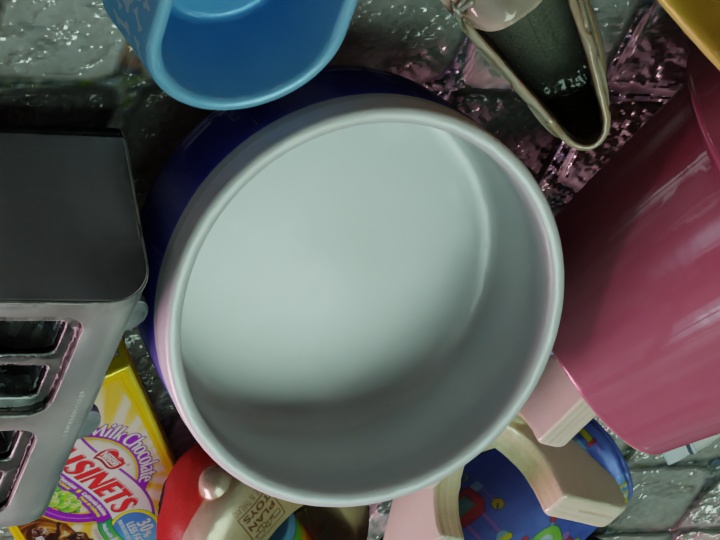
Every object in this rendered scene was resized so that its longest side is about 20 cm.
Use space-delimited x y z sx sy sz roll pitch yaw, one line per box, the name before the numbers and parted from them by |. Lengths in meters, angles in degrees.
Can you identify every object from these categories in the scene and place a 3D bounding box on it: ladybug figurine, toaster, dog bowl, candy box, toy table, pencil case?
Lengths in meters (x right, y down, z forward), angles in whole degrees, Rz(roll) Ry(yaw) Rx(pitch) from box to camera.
ladybug figurine | -0.061 0.148 1.363 0.136 0.072 0.200 -47 152 -14
toaster | -0.207 0.022 1.106 0.198 0.119 0.181 1 138 -27
dog bowl | -0.043 -0.147 1.025 0.111 0.050 0.201 -3 140 -23
candy box | -0.153 0.114 1.333 0.102 0.027 0.201 -23 145 -4
dog bowl | -0.007 0.007 1.148 0.198 0.079 0.202 -7 113 -17
toy table | 0.062 0.075 1.312 0.198 0.118 0.184 5 137 -30
pencil case | 0.069 0.163 1.402 0.200 0.078 0.087 -39 132 -18

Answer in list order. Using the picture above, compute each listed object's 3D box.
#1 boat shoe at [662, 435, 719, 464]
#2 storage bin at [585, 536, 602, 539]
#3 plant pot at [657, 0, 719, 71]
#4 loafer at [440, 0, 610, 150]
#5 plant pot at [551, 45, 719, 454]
boat shoe | 0.193 0.047 1.377 0.086 0.075 0.202 -24 147 5
storage bin | 0.122 0.225 1.483 0.145 0.201 0.135 -25 135 6
plant pot | 0.204 -0.182 0.997 0.189 0.201 0.201 -39 143 1
loafer | 0.073 -0.127 1.098 0.072 0.063 0.200 -28 144 10
plant pot | 0.188 -0.006 1.198 0.178 0.201 0.200 -34 142 21
